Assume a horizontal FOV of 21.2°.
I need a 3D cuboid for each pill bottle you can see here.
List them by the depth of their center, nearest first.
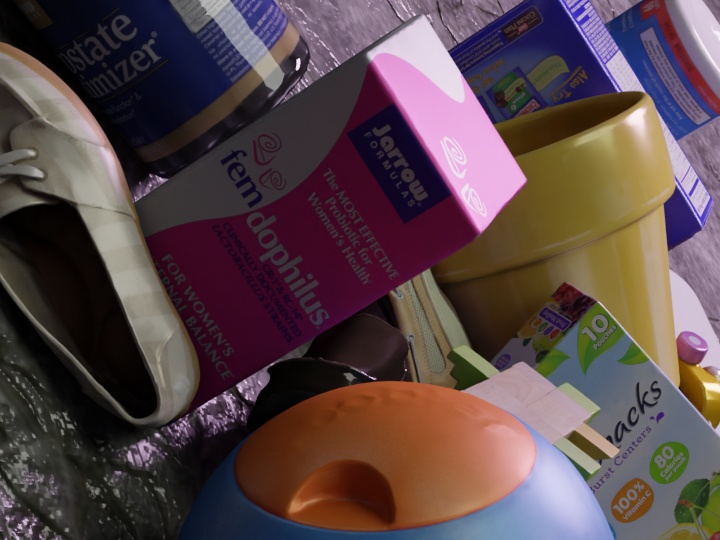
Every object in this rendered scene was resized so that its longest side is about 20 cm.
[{"bbox_3d":[-0.126,-0.158,1.025,0.200,0.111,0.112,51,24,-17],"label":"pill bottle"},{"bbox_3d":[0.197,-0.132,1.530,0.112,0.199,0.113,45,26,-30],"label":"pill bottle"}]

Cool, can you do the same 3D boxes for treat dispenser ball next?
[{"bbox_3d":[0.015,0.149,0.829,0.201,0.200,0.202,44,27,-30],"label":"treat dispenser ball"}]

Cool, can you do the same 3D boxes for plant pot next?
[{"bbox_3d":[0.119,0.004,1.250,0.201,0.199,0.190,-42,116,-66],"label":"plant pot"}]

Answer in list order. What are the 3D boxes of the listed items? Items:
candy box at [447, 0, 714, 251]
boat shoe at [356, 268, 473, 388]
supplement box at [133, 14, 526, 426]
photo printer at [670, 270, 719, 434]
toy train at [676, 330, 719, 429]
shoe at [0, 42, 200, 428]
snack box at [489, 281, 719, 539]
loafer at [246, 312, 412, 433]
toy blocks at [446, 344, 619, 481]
[{"bbox_3d":[0.130,-0.081,1.375,0.201,0.168,0.077,57,27,-4],"label":"candy box"},{"bbox_3d":[0.000,0.000,1.154,0.076,0.071,0.201,-28,86,-51],"label":"boat shoe"},{"bbox_3d":[-0.033,-0.024,0.939,0.102,0.199,0.103,56,23,-5],"label":"supplement box"},{"bbox_3d":[0.244,0.079,1.536,0.166,0.069,0.201,14,50,-59],"label":"photo printer"},{"bbox_3d":[0.208,0.123,1.323,0.055,0.150,0.202,6,60,-33],"label":"toy train"},{"bbox_3d":[-0.136,-0.016,0.886,0.201,0.070,0.053,60,15,-4],"label":"shoe"},{"bbox_3d":[0.145,0.127,1.171,0.200,0.142,0.053,46,-6,-25],"label":"snack box"},{"bbox_3d":[-0.012,0.055,0.988,0.200,0.072,0.072,48,53,-83],"label":"loafer"},{"bbox_3d":[0.050,0.126,1.019,0.100,0.137,0.200,37,14,13],"label":"toy blocks"}]
